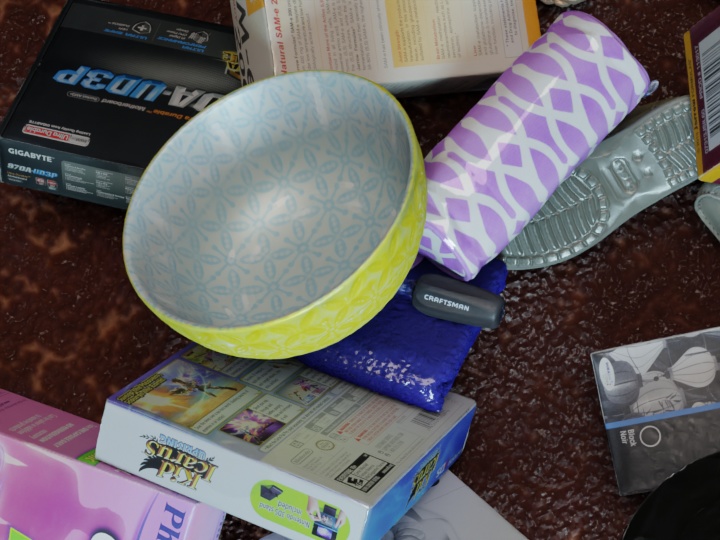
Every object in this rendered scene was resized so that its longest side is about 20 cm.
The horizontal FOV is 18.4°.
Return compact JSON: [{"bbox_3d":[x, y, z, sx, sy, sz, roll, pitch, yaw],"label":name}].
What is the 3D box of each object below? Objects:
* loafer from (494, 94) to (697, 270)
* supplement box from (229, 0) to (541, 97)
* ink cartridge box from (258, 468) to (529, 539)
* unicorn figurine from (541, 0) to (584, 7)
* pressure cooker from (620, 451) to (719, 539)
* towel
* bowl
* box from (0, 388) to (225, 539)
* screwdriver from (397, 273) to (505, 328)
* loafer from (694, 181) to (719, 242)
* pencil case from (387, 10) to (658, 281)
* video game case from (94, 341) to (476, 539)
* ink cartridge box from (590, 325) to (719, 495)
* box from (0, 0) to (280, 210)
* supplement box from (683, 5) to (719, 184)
[{"bbox_3d":[0.161,-0.061,1.534,0.199,0.070,0.075,-23,99,7],"label":"loafer"},{"bbox_3d":[0.015,-0.183,1.512,0.199,0.074,0.127,-6,86,-20],"label":"supplement box"},{"bbox_3d":[0.023,0.215,1.378,0.200,0.041,0.200,-25,39,-25],"label":"ink cartridge box"},{"bbox_3d":[0.179,-0.274,1.601,0.137,0.074,0.200,32,93,13],"label":"unicorn figurine"},{"bbox_3d":[0.256,0.229,1.361,0.175,0.200,0.179,-17,45,14],"label":"pressure cooker"},{"bbox_3d":[-0.014,0.018,1.498,0.199,0.050,0.148,19,45,13],"label":"towel"},{"bbox_3d":[-0.038,-0.017,1.400,0.200,0.108,0.201,-14,50,17],"label":"bowl"},{"bbox_3d":[-0.204,0.187,1.417,0.199,0.097,0.176,19,100,9],"label":"box"},{"bbox_3d":[0.000,0.000,1.461,0.199,0.029,0.028,19,44,10],"label":"screwdriver"},{"bbox_3d":[0.294,0.016,1.490,0.070,0.070,0.200,-39,74,-18],"label":"loafer"},{"bbox_3d":[0.102,-0.084,1.464,0.200,0.085,0.084,-45,106,-13],"label":"pencil case"},{"bbox_3d":[-0.044,0.102,1.417,0.181,0.200,0.046,21,112,16],"label":"video game case"},{"bbox_3d":[0.257,0.081,1.451,0.199,0.039,0.100,-13,86,14],"label":"ink cartridge box"},{"bbox_3d":[-0.133,-0.109,1.542,0.199,0.046,0.159,13,48,8],"label":"box"},{"bbox_3d":[0.325,-0.112,1.481,0.199,0.086,0.111,6,69,-23],"label":"supplement box"}]
